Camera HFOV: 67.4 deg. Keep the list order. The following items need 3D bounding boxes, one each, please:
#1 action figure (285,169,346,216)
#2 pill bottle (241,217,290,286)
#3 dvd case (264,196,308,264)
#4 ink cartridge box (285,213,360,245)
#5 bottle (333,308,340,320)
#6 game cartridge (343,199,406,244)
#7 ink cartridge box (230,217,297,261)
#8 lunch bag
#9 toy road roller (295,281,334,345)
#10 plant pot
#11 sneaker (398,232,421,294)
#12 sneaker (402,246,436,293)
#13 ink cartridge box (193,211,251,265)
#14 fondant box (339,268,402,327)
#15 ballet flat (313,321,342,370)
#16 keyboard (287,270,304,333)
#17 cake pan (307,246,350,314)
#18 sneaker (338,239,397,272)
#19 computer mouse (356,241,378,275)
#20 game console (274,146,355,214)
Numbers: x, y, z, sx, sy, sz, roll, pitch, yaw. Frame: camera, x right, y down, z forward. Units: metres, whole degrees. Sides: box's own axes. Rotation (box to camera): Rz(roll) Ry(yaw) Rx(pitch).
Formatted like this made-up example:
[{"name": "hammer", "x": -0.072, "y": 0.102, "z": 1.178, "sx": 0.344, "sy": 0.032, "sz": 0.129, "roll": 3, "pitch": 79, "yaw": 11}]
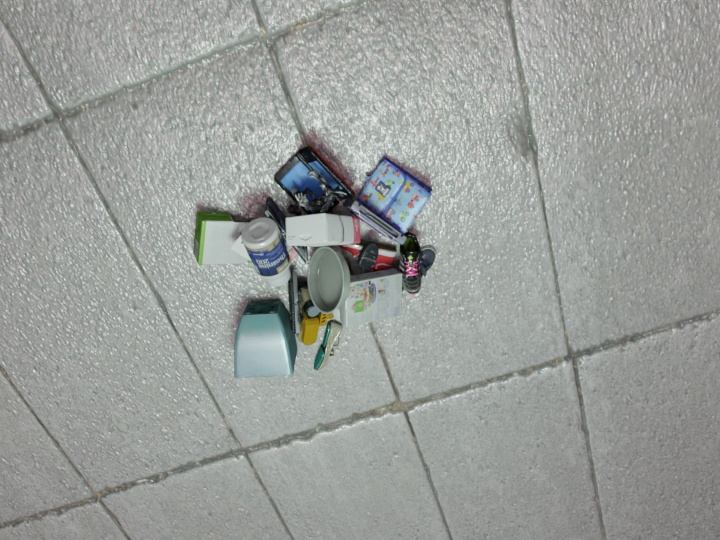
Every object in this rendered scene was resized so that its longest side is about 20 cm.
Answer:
[{"name": "action figure", "x": -0.136, "y": -0.216, "z": 1.544, "sx": 0.197, "sy": 0.120, "sz": 0.102, "roll": -6, "pitch": 136, "yaw": 42}, {"name": "pill bottle", "x": -0.268, "y": -0.047, "z": 1.584, "sx": 0.108, "sy": 0.113, "sz": 0.202, "roll": -11, "pitch": 138, "yaw": 3}, {"name": "dvd case", "x": -0.222, "y": -0.124, "z": 1.646, "sx": 0.016, "sy": 0.149, "sz": 0.201, "roll": -33, "pitch": 113, "yaw": 7}, {"name": "ink cartridge box", "x": -0.108, "y": -0.117, "z": 1.598, "sx": 0.144, "sy": 0.199, "sz": 0.085, "roll": -3, "pitch": 90, "yaw": 28}, {"name": "bottle", "x": 0.001, "y": 0.101, "z": 1.760, "sx": 0.197, "sy": 0.065, "sz": 0.085, "roll": -24, "pitch": 128, "yaw": -27}, {"name": "game cartridge", "x": 0.041, "y": -0.149, "z": 1.657, "sx": 0.198, "sy": 0.129, "sz": 0.039, "roll": 34, "pitch": 87, "yaw": -16}, {"name": "ink cartridge box", "x": -0.298, "y": -0.081, "z": 1.671, "sx": 0.116, "sy": 0.068, "sz": 0.199, "roll": -43, "pitch": 134, "yaw": 16}, {"name": "lunch bag", "x": 0.099, "y": -0.235, "z": 1.652, "sx": 0.198, "sy": 0.094, "sz": 0.152, "roll": 34, "pitch": 111, "yaw": -4}, {"name": "toy road roller", "x": -0.142, "y": 0.136, "z": 1.789, "sx": 0.143, "sy": 0.124, "sz": 0.203, "roll": -6, "pitch": 130, "yaw": -27}, {"name": "plant pot", "x": -0.317, "y": 0.215, "z": 1.789, "sx": 0.191, "sy": 0.196, "sz": 0.205, "roll": -3, "pitch": 108, "yaw": -1}, {"name": "sneaker", "x": 0.155, "y": -0.028, "z": 1.690, "sx": 0.072, "sy": 0.088, "sz": 0.205, "roll": -3, "pitch": 80, "yaw": 1}, {"name": "sneaker", "x": 0.174, "y": 0.010, "z": 1.767, "sx": 0.078, "sy": 0.080, "sz": 0.200, "roll": 40, "pitch": 107, "yaw": -18}, {"name": "ink cartridge box", "x": -0.413, "y": -0.100, "z": 1.697, "sx": 0.196, "sy": 0.076, "sz": 0.151, "roll": -2, "pitch": 119, "yaw": -31}, {"name": "fondant box", "x": 0.033, "y": 0.083, "z": 1.689, "sx": 0.196, "sy": 0.058, "sz": 0.148, "roll": -10, "pitch": 113, "yaw": -23}, {"name": "ballet flat", "x": -0.109, "y": 0.273, "z": 1.891, "sx": 0.061, "sy": 0.068, "sz": 0.203, "roll": 11, "pitch": 116, "yaw": -19}, {"name": "keyboard", "x": -0.212, "y": 0.102, "z": 1.742, "sx": 0.020, "sy": 0.126, "sz": 0.205, "roll": -6, "pitch": 96, "yaw": -27}, {"name": "cake pan", "x": -0.095, "y": 0.029, "z": 1.638, "sx": 0.036, "sy": 0.200, "sz": 0.204, "roll": -2, "pitch": 122, "yaw": -38}, {"name": "sneaker", "x": 0.012, "y": -0.036, "z": 1.741, "sx": 0.195, "sy": 0.072, "sz": 0.115, "roll": 12, "pitch": 112, "yaw": -10}, {"name": "computer mouse", "x": 0.000, "y": 0.000, "z": 1.692, "sx": 0.058, "sy": 0.034, "sz": 0.203, "roll": 18, "pitch": 104, "yaw": -34}, {"name": "game console", "x": -0.138, "y": -0.251, "z": 1.610, "sx": 0.200, "sy": 0.172, "sz": 0.119, "roll": 44, "pitch": 80, "yaw": -20}]
